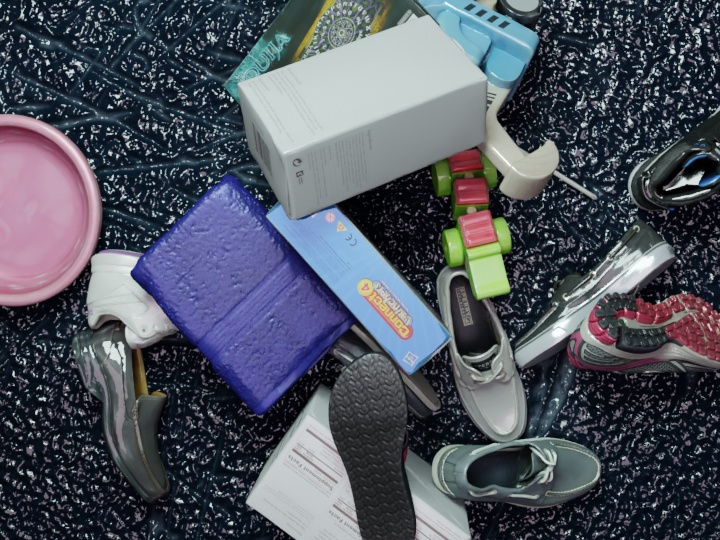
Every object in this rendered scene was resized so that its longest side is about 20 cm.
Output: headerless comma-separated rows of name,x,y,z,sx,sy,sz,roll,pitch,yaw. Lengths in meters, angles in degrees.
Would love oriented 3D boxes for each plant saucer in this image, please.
plant saucer,-0.371,-0.065,1.138,0.197,0.051,0.204,0,97,3

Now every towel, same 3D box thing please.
towel,-0.115,0.024,1.057,0.147,0.050,0.200,-43,96,-2

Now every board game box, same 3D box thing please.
board game box,-0.033,-0.210,1.034,0.200,0.028,0.136,-47,70,18
board game box,0.000,0.000,1.045,0.056,0.196,0.200,-42,91,2

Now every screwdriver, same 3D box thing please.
screwdriver,0.169,-0.120,1.084,0.198,0.029,0.028,29,93,-14

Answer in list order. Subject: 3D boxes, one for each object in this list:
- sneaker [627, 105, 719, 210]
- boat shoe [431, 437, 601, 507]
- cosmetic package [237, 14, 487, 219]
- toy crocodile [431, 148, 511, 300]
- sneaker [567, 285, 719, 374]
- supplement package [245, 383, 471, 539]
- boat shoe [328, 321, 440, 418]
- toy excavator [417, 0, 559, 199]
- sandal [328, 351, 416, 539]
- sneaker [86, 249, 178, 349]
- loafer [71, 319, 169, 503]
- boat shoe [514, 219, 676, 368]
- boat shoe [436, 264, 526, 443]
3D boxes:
sneaker,0.367,-0.120,1.053,0.199,0.112,0.074,-35,94,6
boat shoe,0.174,0.211,1.094,0.197,0.062,0.074,5,81,-21
cosmetic package,0.003,-0.139,0.934,0.197,0.113,0.082,-20,139,-15
toy crocodile,0.113,-0.067,1.079,0.066,0.062,0.203,-8,69,-2
sneaker,0.301,0.070,1.082,0.197,0.082,0.075,9,141,-24
supplement package,0.000,0.233,1.091,0.199,0.156,0.112,37,96,-1
boat shoe,-0.003,0.092,1.118,0.199,0.075,0.062,41,95,0
toy excavator,0.118,-0.180,1.016,0.192,0.100,0.201,28,57,3
sandal,0.014,0.168,0.991,0.074,0.045,0.203,-5,108,8
sneaker,-0.195,0.040,1.117,0.196,0.075,0.101,9,79,8
loafer,-0.243,0.151,1.143,0.071,0.073,0.203,-21,95,1
boat shoe,0.236,0.026,1.106,0.199,0.069,0.057,-38,72,6
boat shoe,0.129,0.090,1.113,0.071,0.066,0.204,-13,95,5
